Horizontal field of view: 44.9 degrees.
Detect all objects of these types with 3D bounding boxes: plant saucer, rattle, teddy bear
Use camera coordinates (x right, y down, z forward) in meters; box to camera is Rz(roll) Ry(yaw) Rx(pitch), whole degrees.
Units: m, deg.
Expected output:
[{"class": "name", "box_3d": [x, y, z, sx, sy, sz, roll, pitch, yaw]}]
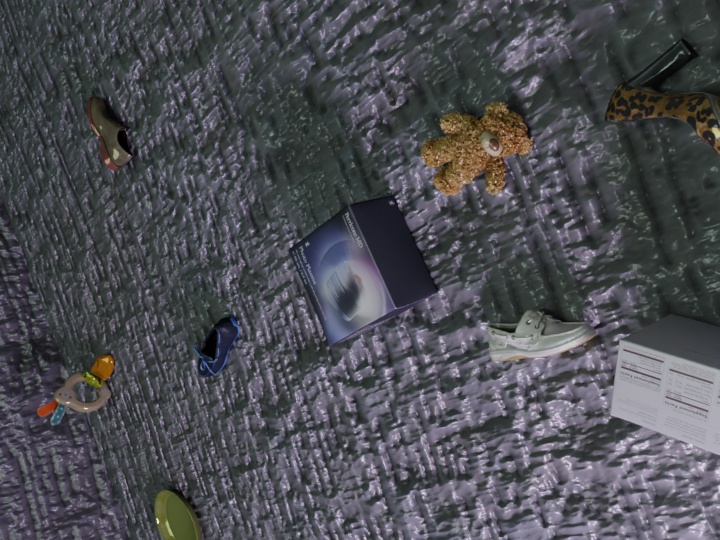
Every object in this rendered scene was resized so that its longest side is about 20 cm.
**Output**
[{"class": "plant saucer", "box_3d": [-0.482, 0.676, 2.323, 0.200, 0.031, 0.201, 17, 114, 42]}, {"class": "rattle", "box_3d": [-0.778, 0.330, 2.396, 0.143, 0.200, 0.131, -32, 79, 46]}, {"class": "teddy bear", "box_3d": [0.172, -0.185, 1.366, 0.200, 0.067, 0.146, 1, 105, 46]}]

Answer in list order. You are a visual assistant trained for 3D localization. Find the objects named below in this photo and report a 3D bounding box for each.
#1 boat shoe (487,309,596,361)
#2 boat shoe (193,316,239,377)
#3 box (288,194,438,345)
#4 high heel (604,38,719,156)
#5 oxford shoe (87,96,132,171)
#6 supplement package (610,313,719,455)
[{"class": "boat shoe", "box_3d": [0.270, 0.095, 1.347, 0.200, 0.071, 0.070, -17, 92, 48]}, {"class": "boat shoe", "box_3d": [-0.346, 0.174, 2.002, 0.084, 0.069, 0.200, 47, 131, 26]}, {"class": "box", "box_3d": [0.000, 0.000, 1.559, 0.198, 0.123, 0.200, -33, 78, 44]}, {"class": "high heel", "box_3d": [0.403, -0.179, 1.120, 0.143, 0.071, 0.200, -41, 56, 38]}, {"class": "oxford shoe", "box_3d": [-0.606, -0.345, 2.129, 0.075, 0.070, 0.201, -27, 80, 20]}, {"class": "supplement package", "box_3d": [0.452, 0.147, 1.115, 0.200, 0.155, 0.111, 18, 113, 41]}]
